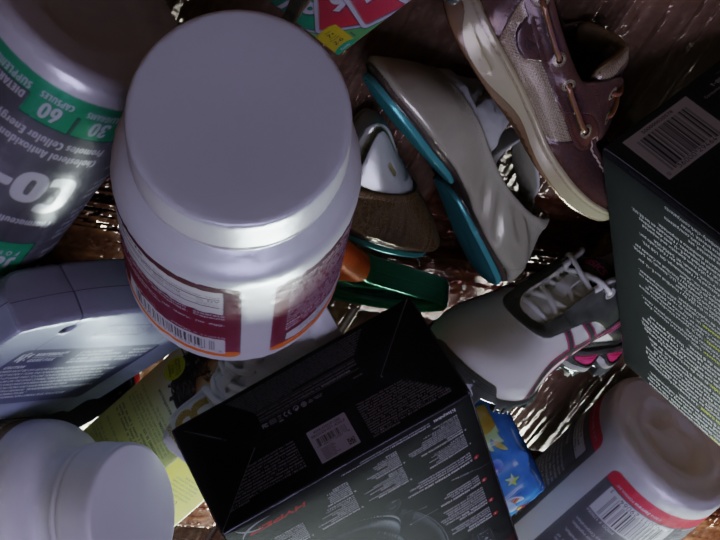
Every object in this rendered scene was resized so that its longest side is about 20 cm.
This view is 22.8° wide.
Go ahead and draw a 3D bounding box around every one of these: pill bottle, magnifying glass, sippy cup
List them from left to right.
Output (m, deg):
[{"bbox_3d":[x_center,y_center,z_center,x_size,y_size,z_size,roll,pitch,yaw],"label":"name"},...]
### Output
[{"bbox_3d":[-0.182,-0.065,0.891,0.112,0.114,0.200,17,131,-33],"label":"pill bottle"},{"bbox_3d":[-0.211,0.142,1.038,0.198,0.112,0.111,-4,147,29],"label":"pill bottle"},{"bbox_3d":[-0.058,-0.036,0.826,0.113,0.116,0.200,-8,164,-7],"label":"pill bottle"},{"bbox_3d":[0.000,0.000,1.026,0.079,0.023,0.200,6,173,16],"label":"magnifying glass"},{"bbox_3d":[0.047,0.133,1.194,0.129,0.141,0.178,-29,179,2],"label":"sippy cup"},{"bbox_3d":[0.163,0.176,1.283,0.110,0.112,0.200,16,133,-31],"label":"pill bottle"}]

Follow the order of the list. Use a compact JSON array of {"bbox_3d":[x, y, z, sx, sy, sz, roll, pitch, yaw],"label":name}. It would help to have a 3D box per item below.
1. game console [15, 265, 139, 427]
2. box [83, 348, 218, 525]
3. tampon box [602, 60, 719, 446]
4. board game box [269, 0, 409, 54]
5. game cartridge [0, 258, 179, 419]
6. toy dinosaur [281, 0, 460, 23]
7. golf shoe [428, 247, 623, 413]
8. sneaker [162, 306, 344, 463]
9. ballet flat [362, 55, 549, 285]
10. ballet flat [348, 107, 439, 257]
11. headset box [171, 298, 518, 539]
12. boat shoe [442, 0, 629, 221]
[{"bbox_3d":[-0.252,0.063,1.097,0.199,0.031,0.177,-28,135,16],"label":"game console"},{"bbox_3d":[-0.106,0.095,1.101,0.200,0.075,0.050,-42,137,8],"label":"box"},{"bbox_3d":[0.239,-0.012,1.032,0.149,0.126,0.201,-35,144,-16],"label":"tampon box"},{"bbox_3d":[-0.039,-0.186,0.861,0.095,0.030,0.199,-34,134,23],"label":"board game box"},{"bbox_3d":[-0.167,0.039,0.976,0.133,0.042,0.200,-36,165,20],"label":"game cartridge"},{"bbox_3d":[0.026,-0.177,0.836,0.088,0.047,0.201,32,88,-50],"label":"toy dinosaur"},{"bbox_3d":[0.109,0.025,1.086,0.199,0.077,0.088,-16,144,-53],"label":"golf shoe"},{"bbox_3d":[-0.063,0.063,0.996,0.115,0.074,0.201,-29,134,-7],"label":"sneaker"},{"bbox_3d":[0.062,-0.069,1.009,0.069,0.070,0.200,-21,142,10],"label":"ballet flat"},{"bbox_3d":[-0.028,-0.062,0.992,0.198,0.068,0.073,16,114,-26],"label":"ballet flat"},{"bbox_3d":[0.000,0.128,1.000,0.148,0.078,0.201,-29,145,-5],"label":"headset box"},{"bbox_3d":[0.116,-0.102,0.973,0.071,0.073,0.200,-25,133,16],"label":"boat shoe"}]
